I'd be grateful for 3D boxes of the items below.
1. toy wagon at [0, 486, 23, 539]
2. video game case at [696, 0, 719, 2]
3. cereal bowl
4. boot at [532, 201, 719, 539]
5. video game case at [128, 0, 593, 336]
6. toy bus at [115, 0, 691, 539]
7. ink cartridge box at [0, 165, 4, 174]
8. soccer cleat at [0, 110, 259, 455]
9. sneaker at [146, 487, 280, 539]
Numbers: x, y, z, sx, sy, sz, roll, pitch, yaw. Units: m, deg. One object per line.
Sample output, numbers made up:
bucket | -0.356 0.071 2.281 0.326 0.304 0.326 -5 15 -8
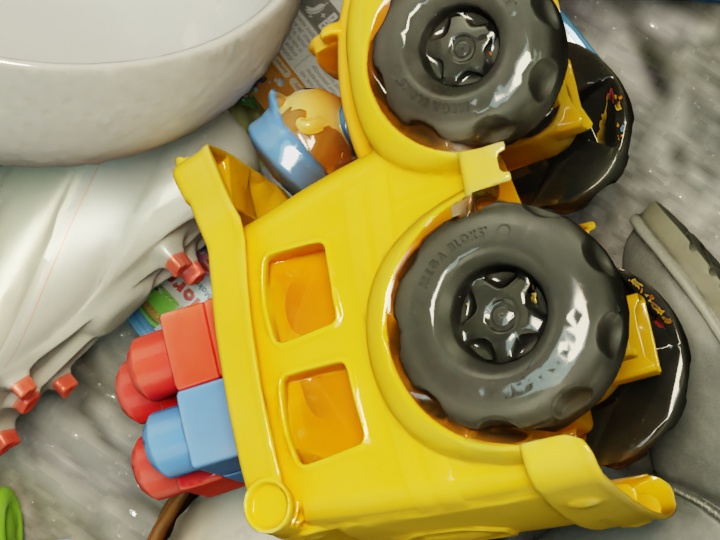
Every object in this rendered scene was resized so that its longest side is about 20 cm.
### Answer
toy wagon | -0.209 0.092 0.941 0.154 0.040 0.201 -4 85 9
video game case | 0.084 -0.203 0.874 0.143 0.018 0.201 2 93 -32
cereal bowl | -0.118 -0.104 0.844 0.199 0.200 0.084 24 132 9
boot | 0.076 0.098 0.883 0.200 0.073 0.182 -31 88 11
video game case | -0.028 -0.067 0.929 0.200 0.018 0.143 -39 82 4
toy bus | 0.000 0.000 0.811 0.191 0.136 0.201 -14 76 17
ink cartridge box | -0.249 -0.053 0.902 0.200 0.088 0.145 37 69 15
soccer cleat | -0.125 0.006 0.892 0.200 0.069 0.078 -40 77 -3
sneaker | 0.006 0.059 0.889 0.200 0.085 0.073 -41 80 2
